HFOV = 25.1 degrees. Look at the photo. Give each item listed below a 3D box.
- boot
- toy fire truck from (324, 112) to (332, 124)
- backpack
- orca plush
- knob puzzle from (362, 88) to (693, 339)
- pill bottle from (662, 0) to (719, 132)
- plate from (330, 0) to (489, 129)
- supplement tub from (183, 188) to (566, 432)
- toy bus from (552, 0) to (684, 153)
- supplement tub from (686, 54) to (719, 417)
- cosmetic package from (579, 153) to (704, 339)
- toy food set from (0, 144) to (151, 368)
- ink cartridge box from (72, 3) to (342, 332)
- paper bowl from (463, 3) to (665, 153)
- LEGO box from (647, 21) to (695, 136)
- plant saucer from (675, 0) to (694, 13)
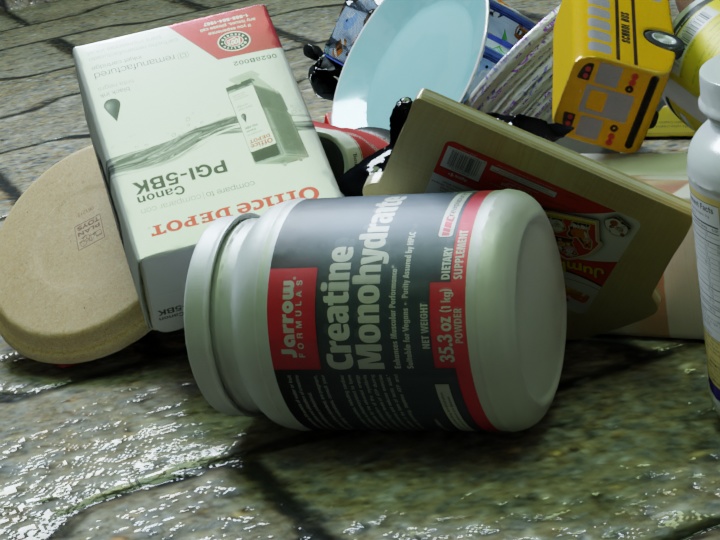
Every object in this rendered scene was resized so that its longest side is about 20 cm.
[{"bbox_3d":[-0.060,-0.093,1.275,0.200,0.073,0.144,13,11,27],"label":"boot"},{"bbox_3d":[-0.082,-0.113,1.422,0.200,0.141,0.049,-13,63,-12],"label":"toy fire truck"},{"bbox_3d":[0.080,-0.191,1.491,0.200,0.154,0.191,14,19,-30],"label":"backpack"},{"bbox_3d":[0.042,-0.082,1.092,0.105,0.071,0.200,-37,11,-34],"label":"orca plush"},{"bbox_3d":[0.097,-0.022,1.012,0.219,0.220,0.030,1,50,29],"label":"knob puzzle"},{"bbox_3d":[0.292,-0.120,1.121,0.111,0.111,0.200,-12,26,-8],"label":"pill bottle"},{"bbox_3d":[0.046,-0.166,1.353,0.026,0.200,0.200,25,-2,-33],"label":"plate"},{"bbox_3d":[0.011,0.025,0.958,0.200,0.141,0.140,-2,20,21],"label":"supplement tub"},{"bbox_3d":[0.179,-0.157,1.139,0.078,0.065,0.200,15,32,-2],"label":"toy bus"},{"bbox_3d":[0.252,-0.017,0.867,0.145,0.200,0.145,-8,18,3],"label":"supplement tub"},{"bbox_3d":[0.178,-0.018,1.063,0.200,0.103,0.087,1,23,32],"label":"cosmetic package"},{"bbox_3d":[-0.187,-0.018,1.188,0.200,0.049,0.198,-39,50,0],"label":"toy food set"},{"bbox_3d":[-0.103,-0.074,1.111,0.147,0.083,0.200,-15,55,-11],"label":"ink cartridge box"},{"bbox_3d":[0.174,-0.137,1.327,0.201,0.104,0.201,-42,-8,-7],"label":"paper bowl"},{"bbox_3d":[0.286,-0.183,1.529,0.200,0.077,0.149,2,22,31],"label":"LEGO box"},{"bbox_3d":[0.403,-0.243,1.569,0.200,0.035,0.200,12,-16,4],"label":"plant saucer"}]
